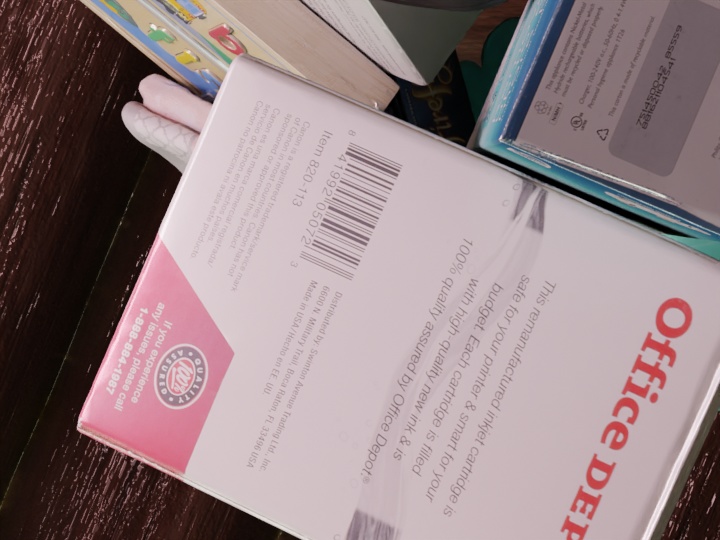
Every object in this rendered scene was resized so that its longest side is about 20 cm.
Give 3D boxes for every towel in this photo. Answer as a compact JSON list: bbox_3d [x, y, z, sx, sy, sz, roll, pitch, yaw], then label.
[{"bbox_3d":[0.000,0.000,1.121,0.191,0.032,0.200,33,174,45],"label":"towel"}]

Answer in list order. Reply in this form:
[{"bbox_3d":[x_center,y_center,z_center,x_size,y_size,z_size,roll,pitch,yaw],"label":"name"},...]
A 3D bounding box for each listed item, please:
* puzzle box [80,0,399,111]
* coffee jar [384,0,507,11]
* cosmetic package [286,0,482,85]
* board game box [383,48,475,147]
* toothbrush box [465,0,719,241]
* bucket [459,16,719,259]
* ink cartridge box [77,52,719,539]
[{"bbox_3d":[-0.085,-0.123,1.053,0.200,0.025,0.133,39,165,-14],"label":"puzzle box"},{"bbox_3d":[-0.006,-0.153,0.777,0.104,0.086,0.200,14,169,27],"label":"coffee jar"},{"bbox_3d":[-0.031,-0.166,1.057,0.200,0.108,0.085,24,162,41],"label":"cosmetic package"},{"bbox_3d":[-0.015,-0.082,1.149,0.200,0.035,0.136,32,148,48],"label":"board game box"},{"bbox_3d":[0.105,-0.092,0.832,0.085,0.147,0.200,23,-178,0],"label":"toothbrush box"},{"bbox_3d":[0.148,-0.038,1.169,0.207,0.207,0.135,24,137,40],"label":"bucket"},{"bbox_3d":[0.024,0.032,0.866,0.200,0.147,0.083,25,-177,13],"label":"ink cartridge box"}]
